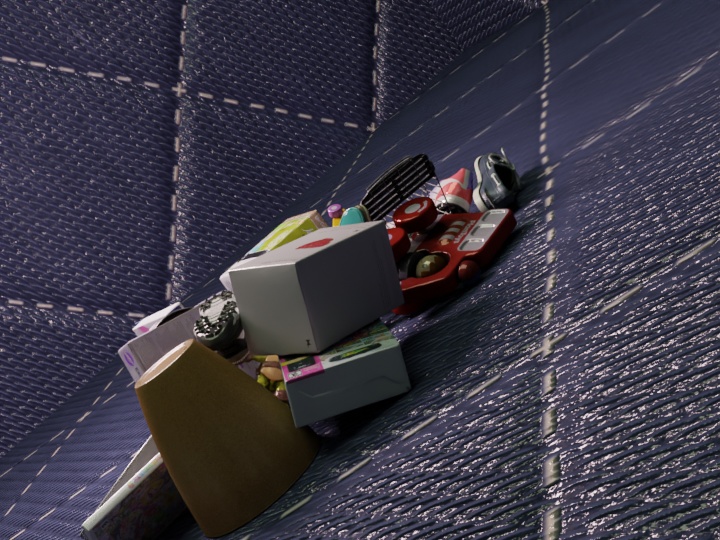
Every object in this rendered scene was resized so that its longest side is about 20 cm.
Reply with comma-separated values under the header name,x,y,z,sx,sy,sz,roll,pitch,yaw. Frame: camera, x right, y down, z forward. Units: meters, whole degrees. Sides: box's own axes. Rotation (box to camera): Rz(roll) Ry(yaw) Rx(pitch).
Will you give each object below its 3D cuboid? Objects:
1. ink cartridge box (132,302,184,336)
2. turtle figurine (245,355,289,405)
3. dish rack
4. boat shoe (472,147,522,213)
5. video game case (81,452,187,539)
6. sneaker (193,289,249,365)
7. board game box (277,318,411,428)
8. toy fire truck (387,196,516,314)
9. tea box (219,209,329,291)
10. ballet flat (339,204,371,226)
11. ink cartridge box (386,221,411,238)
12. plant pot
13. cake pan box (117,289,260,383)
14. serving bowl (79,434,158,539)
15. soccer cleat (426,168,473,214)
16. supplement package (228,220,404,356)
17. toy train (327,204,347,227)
name,x,y,z,sx,sy,sz,roll,pitch,yaw
ink cartridge box,-0.293,0.158,1.993,0.043,0.197,0.200,-42,11,-33
turtle figurine,-0.130,0.145,1.682,0.065,0.199,0.162,114,174,-45
dish rack,0.070,-0.075,1.806,0.153,0.201,0.054,-40,38,-17
boat shoe,0.218,-0.145,1.898,0.062,0.075,0.200,-35,12,22
video game case,-0.270,0.300,1.573,0.200,0.018,0.144,-43,-29,-25
sneaker,-0.173,0.087,1.584,0.066,0.091,0.200,-26,11,-1
board game box,-0.027,0.122,1.507,0.146,0.065,0.200,-17,9,-5
toy fire truck,0.113,-0.022,1.689,0.167,0.113,0.200,-3,32,39
tea box,-0.145,-0.001,2.343,0.197,0.134,0.200,-41,11,-18
ballet flat,0.000,0.000,1.752,0.067,0.202,0.062,13,15,37
ink cartridge box,0.024,-0.022,2.047,0.116,0.068,0.200,-41,12,-15
plant pot,-0.180,0.190,1.478,0.186,0.201,0.186,-35,11,8
cake pan box,-0.222,0.147,1.702,0.184,0.201,0.052,-31,-1,-40
serving bowl,-0.313,0.312,1.703,0.201,0.066,0.200,-54,0,1
soccer cleat,0.134,-0.108,1.957,0.074,0.068,0.200,-70,11,-16
supplement package,-0.054,0.021,1.563,0.121,0.121,0.200,-6,14,37
toy train,-0.006,-0.023,1.877,0.055,0.151,0.201,-11,59,6
